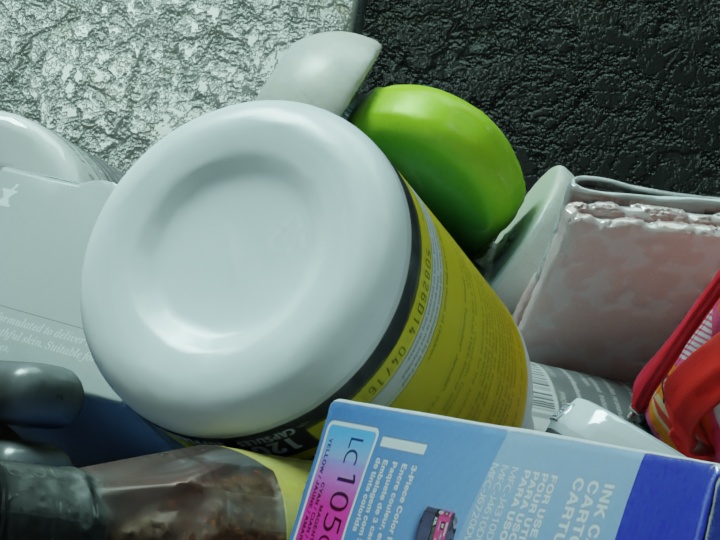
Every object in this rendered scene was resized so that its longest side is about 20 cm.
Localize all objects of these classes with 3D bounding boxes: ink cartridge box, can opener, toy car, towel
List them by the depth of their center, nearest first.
[{"bbox_3d":[0.083,0.089,0.422,0.136,0.077,0.200,19,-10,-28],"label":"ink cartridge box"},{"bbox_3d":[-0.161,0.058,0.648,0.199,0.054,0.067,-1,-11,43],"label":"can opener"},{"bbox_3d":[0.162,0.039,0.801,0.199,0.032,0.192,6,-42,-8],"label":"towel"},{"bbox_3d":[0.000,0.000,0.836,0.175,0.150,0.200,34,-38,-4],"label":"toy car"}]

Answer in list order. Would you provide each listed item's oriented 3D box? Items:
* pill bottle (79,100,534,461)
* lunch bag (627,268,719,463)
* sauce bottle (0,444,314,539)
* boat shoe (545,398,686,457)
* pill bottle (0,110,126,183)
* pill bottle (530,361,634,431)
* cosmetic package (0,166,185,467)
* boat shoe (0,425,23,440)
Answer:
[{"bbox_3d":[-0.004,0.033,0.607,0.111,0.113,0.200,8,-20,27],"label":"pill bottle"},{"bbox_3d":[0.187,0.023,0.646,0.175,0.082,0.200,-17,-26,-22],"label":"lunch bag"},{"bbox_3d":[-0.033,0.083,0.507,0.199,0.066,0.066,16,-7,-33],"label":"sauce bottle"},{"bbox_3d":[0.136,0.121,0.604,0.199,0.066,0.070,34,-8,21],"label":"boat shoe"},{"bbox_3d":[-0.144,0.001,0.835,0.113,0.115,0.200,9,-7,16],"label":"pill bottle"},{"bbox_3d":[0.111,0.107,0.764,0.199,0.117,0.116,12,-5,-15],"label":"pill bottle"},{"bbox_3d":[-0.078,0.049,0.708,0.106,0.091,0.200,12,-22,29],"label":"cosmetic package"},{"bbox_3d":[-0.214,0.071,0.792,0.199,0.076,0.072,8,-3,7],"label":"boat shoe"}]
